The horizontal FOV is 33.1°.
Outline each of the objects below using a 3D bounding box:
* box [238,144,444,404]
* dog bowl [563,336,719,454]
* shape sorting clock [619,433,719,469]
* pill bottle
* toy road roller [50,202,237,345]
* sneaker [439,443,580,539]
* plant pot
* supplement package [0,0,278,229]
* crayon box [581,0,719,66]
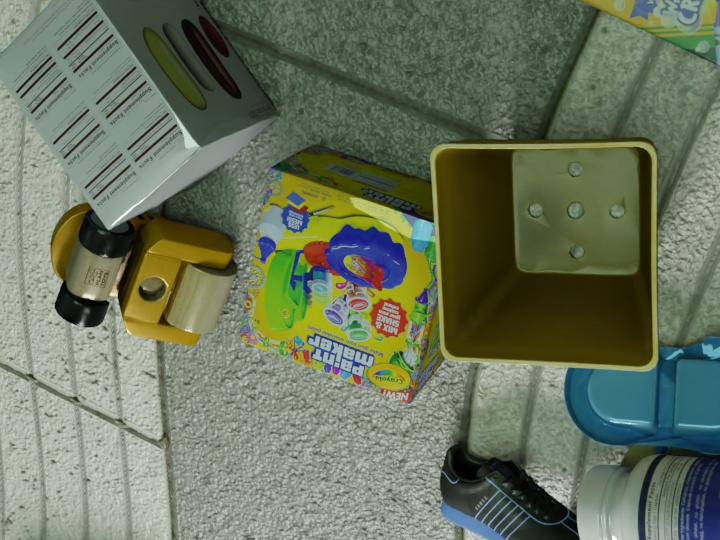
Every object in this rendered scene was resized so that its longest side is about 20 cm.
[{"bbox_3d":[0.000,0.000,1.254,0.197,0.122,0.195,18,112,15],"label":"box"},{"bbox_3d":[0.302,0.123,1.195,0.197,0.050,0.113,2,78,20],"label":"dog bowl"},{"bbox_3d":[0.357,0.238,1.233,0.197,0.039,0.203,6,107,20],"label":"shape sorting clock"},{"bbox_3d":[0.314,0.237,1.154,0.198,0.119,0.122,-3,106,38],"label":"pill bottle"},{"bbox_3d":[-0.248,-0.015,1.361,0.197,0.147,0.124,14,115,-24],"label":"toy road roller"},{"bbox_3d":[0.165,0.245,1.271,0.198,0.070,0.079,15,116,35],"label":"sneaker"},{"bbox_3d":[0.187,-0.035,1.141,0.197,0.176,0.203,1,106,19],"label":"plant pot"},{"bbox_3d":[-0.225,-0.184,1.244,0.146,0.191,0.201,-35,92,26],"label":"supplement package"},{"bbox_3d":[0.272,-0.286,1.103,0.198,0.052,0.127,28,113,12],"label":"crayon box"}]
